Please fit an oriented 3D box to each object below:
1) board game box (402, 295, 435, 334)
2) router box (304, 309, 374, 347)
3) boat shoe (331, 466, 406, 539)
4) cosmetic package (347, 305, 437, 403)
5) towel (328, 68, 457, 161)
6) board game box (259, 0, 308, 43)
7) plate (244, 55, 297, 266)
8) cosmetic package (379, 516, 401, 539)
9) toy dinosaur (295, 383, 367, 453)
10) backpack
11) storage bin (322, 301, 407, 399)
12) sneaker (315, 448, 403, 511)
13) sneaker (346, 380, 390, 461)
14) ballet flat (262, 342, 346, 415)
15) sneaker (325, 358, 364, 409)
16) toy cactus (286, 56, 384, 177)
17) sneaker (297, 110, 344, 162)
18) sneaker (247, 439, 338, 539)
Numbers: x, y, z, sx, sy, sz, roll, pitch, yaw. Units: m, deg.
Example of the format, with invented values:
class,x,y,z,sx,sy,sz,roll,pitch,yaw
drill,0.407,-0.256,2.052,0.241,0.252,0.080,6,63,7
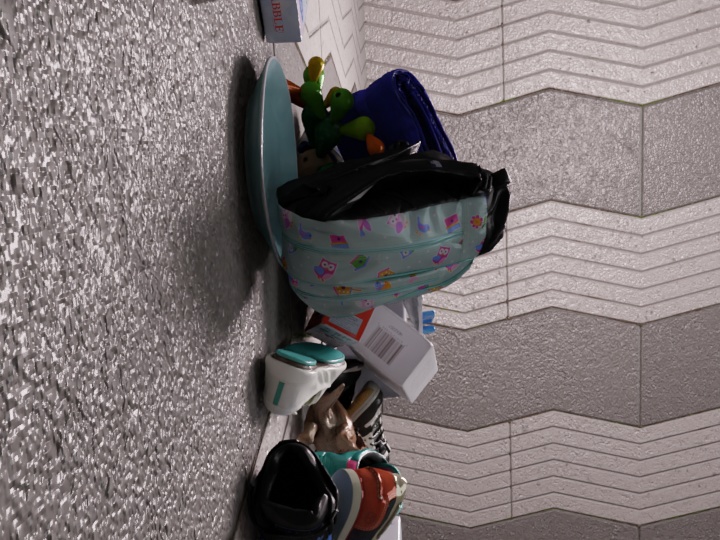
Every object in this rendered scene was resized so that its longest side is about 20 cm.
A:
class,x,y,z,sx,sy,sz,roll,pitch,yaw
board game box,0.068,-0.042,1.067,0.200,0.026,0.202,-109,-167,-59
router box,0.000,0.000,0.925,0.181,0.049,0.200,-65,-175,-11
boat shoe,-0.021,0.265,0.740,0.201,0.062,0.071,-64,-145,28
cosmetic package,0.048,0.118,1.063,0.074,0.101,0.200,-50,165,-6
towel,0.037,-0.152,0.916,0.200,0.049,0.149,-3,-67,65
board game box,-0.084,-0.378,0.806,0.200,0.041,0.201,-88,175,-48
plate,-0.087,-0.104,0.745,0.200,0.025,0.202,-2,90,-85
cosmetic package,-0.007,0.434,0.902,0.200,0.122,0.202,-80,169,-70
toy dinosaur,-0.034,0.201,0.950,0.136,0.085,0.202,-85,167,-59
backpack,0.021,-0.041,0.715,0.167,0.199,0.128,24,-54,56
storage bin,0.011,0.118,1.257,0.201,0.133,0.147,-88,174,-55
sneaker,-0.010,0.252,0.835,0.201,0.120,0.084,70,17,-53
sneaker,0.012,0.234,1.090,0.076,0.087,0.201,-46,163,-39
ballet flat,-0.063,0.112,0.792,0.200,0.069,0.070,17,71,-81
sneaker,-0.033,0.166,1.059,0.200,0.075,0.088,56,37,-83
toy cactus,-0.050,-0.141,0.892,0.201,0.102,0.165,63,-33,25
sneaker,-0.025,-0.112,1.047,0.201,0.075,0.088,59,45,-20
sneaker,-0.054,0.242,0.635,0.112,0.076,0.201,92,-6,-57
